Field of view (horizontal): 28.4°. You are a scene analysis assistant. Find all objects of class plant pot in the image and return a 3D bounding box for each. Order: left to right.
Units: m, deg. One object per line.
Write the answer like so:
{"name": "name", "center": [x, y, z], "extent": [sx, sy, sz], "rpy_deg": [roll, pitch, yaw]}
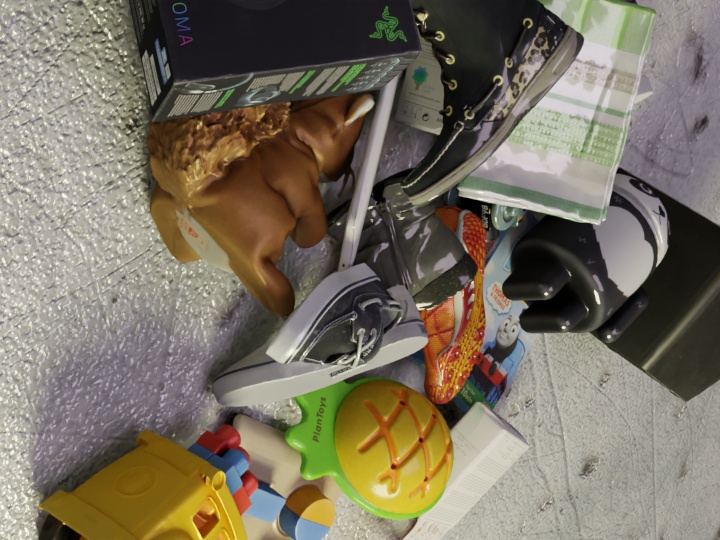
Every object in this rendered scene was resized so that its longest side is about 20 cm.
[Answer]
{"name": "plant pot", "center": [0.357, 0.031, 1.650], "extent": [0.178, 0.199, 0.200], "rpy_deg": [-55, 140, 4]}

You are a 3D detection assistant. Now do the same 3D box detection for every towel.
{"name": "towel", "center": [0.176, -0.148, 1.262], "extent": [0.148, 0.031, 0.201], "rpy_deg": [11, 100, -18]}

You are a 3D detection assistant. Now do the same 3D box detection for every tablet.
{"name": "tablet", "center": [0.011, -0.100, 1.234], "extent": [0.130, 0.014, 0.201], "rpy_deg": [102, 2, -67]}

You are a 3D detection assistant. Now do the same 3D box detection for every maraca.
{"name": "maraca", "center": [0.011, 0.167, 1.388], "extent": [0.199, 0.107, 0.138], "rpy_deg": [24, 58, -32]}

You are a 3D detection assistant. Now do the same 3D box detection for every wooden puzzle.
{"name": "wooden puzzle", "center": [-0.097, 0.254, 1.354], "extent": [0.185, 0.046, 0.201], "rpy_deg": [32, 83, -49]}

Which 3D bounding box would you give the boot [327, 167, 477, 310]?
{"name": "boot", "center": [0.000, 0.000, 1.332], "extent": [0.200, 0.068, 0.131], "rpy_deg": [-37, 107, 2]}

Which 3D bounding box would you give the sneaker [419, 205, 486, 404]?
{"name": "sneaker", "center": [0.081, 0.033, 1.421], "extent": [0.073, 0.077, 0.202], "rpy_deg": [-11, 108, -54]}

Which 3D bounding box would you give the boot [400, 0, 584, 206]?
{"name": "boot", "center": [0.071, -0.172, 1.194], "extent": [0.154, 0.073, 0.204], "rpy_deg": [44, 87, -12]}

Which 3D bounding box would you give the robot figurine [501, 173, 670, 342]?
{"name": "robot figurine", "center": [0.237, -0.015, 1.479], "extent": [0.200, 0.124, 0.151], "rpy_deg": [-40, 149, -31]}

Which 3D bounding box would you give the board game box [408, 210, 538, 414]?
{"name": "board game box", "center": [0.143, 0.043, 1.527], "extent": [0.201, 0.036, 0.151], "rpy_deg": [-58, 139, -12]}

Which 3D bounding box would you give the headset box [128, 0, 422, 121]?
{"name": "headset box", "center": [-0.065, -0.215, 1.033], "extent": [0.199, 0.093, 0.175], "rpy_deg": [-9, 83, -20]}

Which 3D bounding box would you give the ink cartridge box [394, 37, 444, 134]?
{"name": "ink cartridge box", "center": [0.108, -0.219, 1.303], "extent": [0.042, 0.119, 0.201], "rpy_deg": [-3, 109, -52]}

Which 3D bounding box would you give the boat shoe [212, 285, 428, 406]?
{"name": "boat shoe", "center": [-0.042, 0.064, 1.283], "extent": [0.199, 0.070, 0.071], "rpy_deg": [-19, 159, 2]}

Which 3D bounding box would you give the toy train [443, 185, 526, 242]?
{"name": "toy train", "center": [0.137, -0.130, 1.411], "extent": [0.114, 0.085, 0.201], "rpy_deg": [-35, 131, -45]}

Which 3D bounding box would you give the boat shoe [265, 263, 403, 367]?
{"name": "boat shoe", "center": [-0.013, 0.047, 1.166], "extent": [0.072, 0.068, 0.200], "rpy_deg": [-51, 172, 17]}

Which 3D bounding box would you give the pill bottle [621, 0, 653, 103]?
{"name": "pill bottle", "center": [0.201, -0.244, 1.336], "extent": [0.112, 0.112, 0.201], "rpy_deg": [-20, 86, -41]}

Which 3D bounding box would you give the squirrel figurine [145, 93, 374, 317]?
{"name": "squirrel figurine", "center": [-0.076, -0.102, 1.141], "extent": [0.187, 0.141, 0.201], "rpy_deg": [-45, 133, -23]}

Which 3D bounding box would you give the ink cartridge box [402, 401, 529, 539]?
{"name": "ink cartridge box", "center": [0.088, 0.236, 1.524], "extent": [0.200, 0.050, 0.161], "rpy_deg": [-45, 160, 2]}

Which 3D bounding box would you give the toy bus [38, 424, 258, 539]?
{"name": "toy bus", "center": [-0.153, 0.234, 1.221], "extent": [0.192, 0.135, 0.201], "rpy_deg": [-42, 134, -31]}
